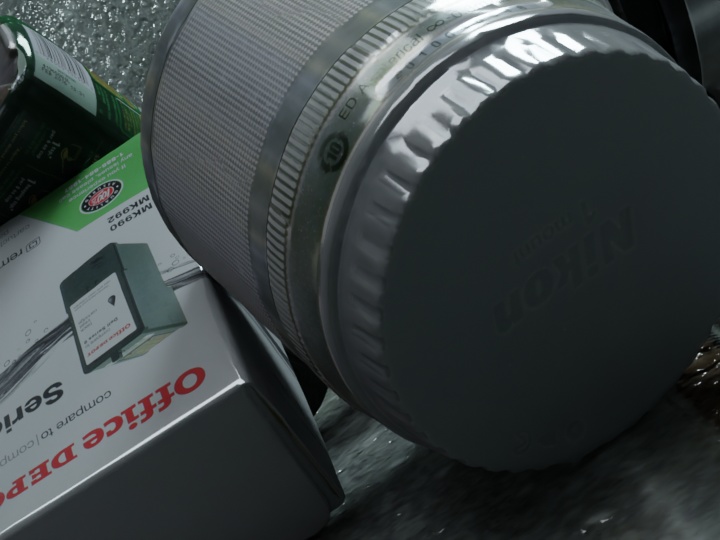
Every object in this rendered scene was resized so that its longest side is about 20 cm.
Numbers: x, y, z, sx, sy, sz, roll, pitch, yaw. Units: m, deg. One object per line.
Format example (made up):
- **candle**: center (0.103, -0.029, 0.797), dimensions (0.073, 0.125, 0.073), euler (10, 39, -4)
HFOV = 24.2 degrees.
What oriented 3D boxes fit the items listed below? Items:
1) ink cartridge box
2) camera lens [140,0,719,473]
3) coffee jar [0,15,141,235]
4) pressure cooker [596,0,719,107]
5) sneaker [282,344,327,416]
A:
- **ink cartridge box**: center (-0.108, 0.051, 0.718), dimensions (0.145, 0.084, 0.200), euler (-33, 37, 3)
- **camera lens**: center (0.021, -0.037, 0.612), dimensions (0.159, 0.161, 0.200), euler (-34, 35, -13)
- **coffee jar**: center (-0.125, -0.036, 0.840), dimensions (0.104, 0.199, 0.086), euler (-48, 41, 13)
- **pressure cooker**: center (0.118, -0.120, 0.770), dimensions (0.199, 0.180, 0.175), euler (-28, 11, -25)
- **sneaker**: center (-0.090, 0.063, 0.852), dimensions (0.199, 0.076, 0.076), euler (-22, 15, 37)
